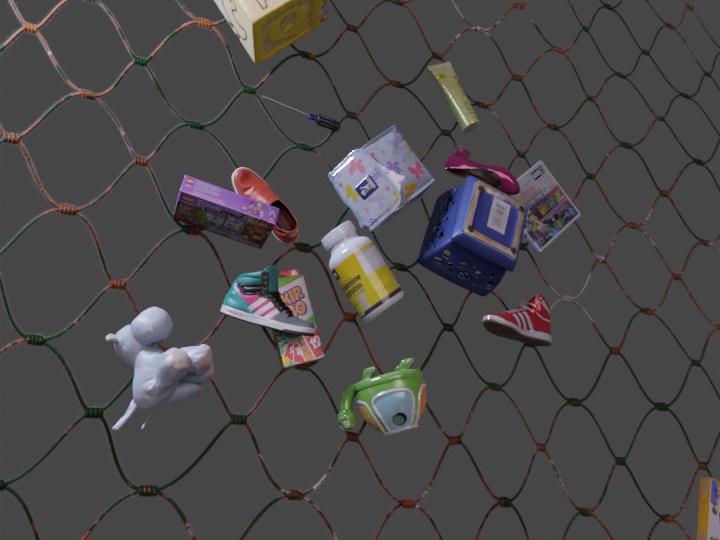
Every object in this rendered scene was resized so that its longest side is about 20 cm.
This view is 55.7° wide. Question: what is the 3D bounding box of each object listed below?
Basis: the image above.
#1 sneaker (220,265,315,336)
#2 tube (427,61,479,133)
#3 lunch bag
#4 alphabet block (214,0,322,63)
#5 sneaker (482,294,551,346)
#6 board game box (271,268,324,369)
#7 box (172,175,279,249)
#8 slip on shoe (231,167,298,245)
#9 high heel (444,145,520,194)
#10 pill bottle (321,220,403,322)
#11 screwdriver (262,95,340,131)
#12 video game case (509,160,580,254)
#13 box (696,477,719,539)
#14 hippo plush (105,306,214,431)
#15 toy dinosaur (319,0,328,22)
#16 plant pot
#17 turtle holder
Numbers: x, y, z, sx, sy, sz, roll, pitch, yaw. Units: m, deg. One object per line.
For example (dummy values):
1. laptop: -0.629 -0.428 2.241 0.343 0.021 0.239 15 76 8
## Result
1. sneaker: -0.173 0.055 1.372 0.195 0.084 0.124 16 84 1
2. tube: 0.246 -0.458 1.782 0.058 0.051 0.204 8 56 -64
3. lunch bag: 0.046 -0.203 1.562 0.198 0.127 0.171 -34 84 -22
4. alphabet block: -0.214 -0.636 1.545 0.194 0.195 0.202 -34 84 -10
5. sneaker: 0.373 0.103 1.619 0.196 0.071 0.116 18 69 -24
6. board game box: -0.144 0.096 1.428 0.093 0.030 0.205 -10 73 -25
7. box: -0.275 -0.114 1.384 0.195 0.137 0.040 19 64 -15
8. slip on shoe: -0.201 -0.145 1.470 0.074 0.061 0.201 -39 88 -27
9. high heel: 0.304 -0.232 1.703 0.198 0.068 0.096 37 52 1
10. pill bottle: 0.000 0.000 1.474 0.111 0.112 0.203 -31 84 -29
11. screwdriver: -0.138 -0.369 1.600 0.195 0.029 0.029 17 66 -13
12. video game case: 0.467 -0.168 1.786 0.199 0.023 0.184 -36 88 -30
13. box: 0.881 0.627 1.665 0.117 0.041 0.204 25 62 -13
14. hippo plush: -0.375 0.164 1.263 0.200 0.159 0.162 -44 68 11
15. toy dinosaur: -0.136 -0.639 1.690 0.103 0.061 0.205 2 67 7
16. plant pot: 0.272 -0.087 1.583 0.196 0.180 0.204 25 64 -11
17. turtle holder: 0.049 0.264 1.383 0.181 0.141 0.135 -7 75 -26
